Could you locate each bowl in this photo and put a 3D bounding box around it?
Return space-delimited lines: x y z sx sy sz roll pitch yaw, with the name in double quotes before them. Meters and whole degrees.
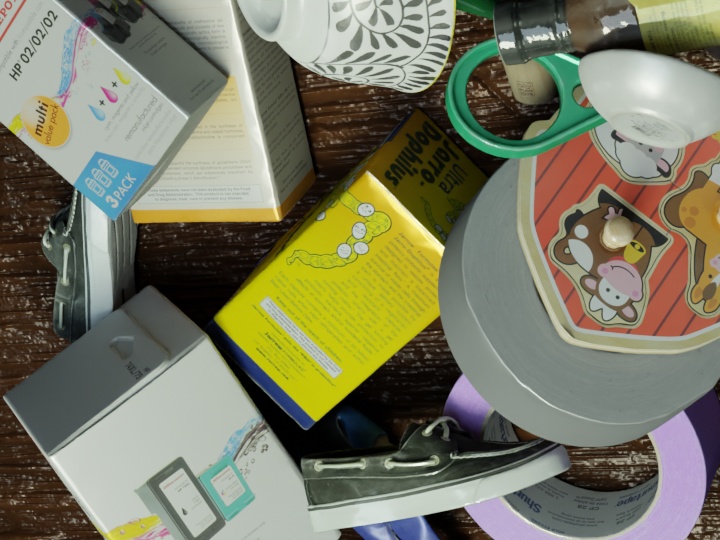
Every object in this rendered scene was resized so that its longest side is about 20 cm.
"bowl" -0.028 -0.202 1.365 0.201 0.093 0.202 47 146 46

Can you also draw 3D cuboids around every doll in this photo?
"doll" -0.005 0.161 1.651 0.136 0.048 0.201 -20 108 49

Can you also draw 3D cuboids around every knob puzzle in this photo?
"knob puzzle" 0.188 -0.034 1.376 0.219 0.220 0.030 36 159 0

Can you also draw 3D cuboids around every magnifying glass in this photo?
"magnifying glass" 0.153 -0.112 1.370 0.198 0.080 0.022 0 162 -7

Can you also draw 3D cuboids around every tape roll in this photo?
"tape roll" 0.161 0.122 1.550 0.198 0.066 0.202 10 121 17
"tape roll" 0.154 0.011 1.405 0.200 0.201 0.066 36 158 1

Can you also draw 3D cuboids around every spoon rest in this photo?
"spoon rest" 0.220 -0.093 1.328 0.199 0.061 0.099 29 163 -29

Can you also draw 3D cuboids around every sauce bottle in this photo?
"sauce bottle" 0.180 -0.163 1.303 0.198 0.065 0.065 -10 114 15

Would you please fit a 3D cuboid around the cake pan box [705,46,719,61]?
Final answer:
"cake pan box" 0.341 -0.155 1.324 0.199 0.052 0.185 38 128 0

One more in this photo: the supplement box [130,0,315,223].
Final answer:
"supplement box" -0.117 -0.139 1.516 0.125 0.074 0.202 1 118 24

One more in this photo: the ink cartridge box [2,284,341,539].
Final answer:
"ink cartridge box" -0.142 0.144 1.593 0.146 0.147 0.201 -37 115 -10

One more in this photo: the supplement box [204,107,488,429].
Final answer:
"supplement box" 0.000 0.000 1.523 0.109 0.109 0.200 44 125 -5

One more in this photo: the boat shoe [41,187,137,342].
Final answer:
"boat shoe" -0.212 -0.016 1.627 0.070 0.072 0.202 13 124 11

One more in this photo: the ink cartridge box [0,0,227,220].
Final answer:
"ink cartridge box" -0.204 -0.147 1.465 0.200 0.068 0.115 41 127 0

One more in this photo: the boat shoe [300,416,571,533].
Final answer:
"boat shoe" 0.050 0.139 1.523 0.198 0.071 0.064 -13 88 16

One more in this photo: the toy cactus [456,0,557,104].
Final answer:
"toy cactus" 0.108 -0.182 1.394 0.198 0.103 0.166 -2 127 13
